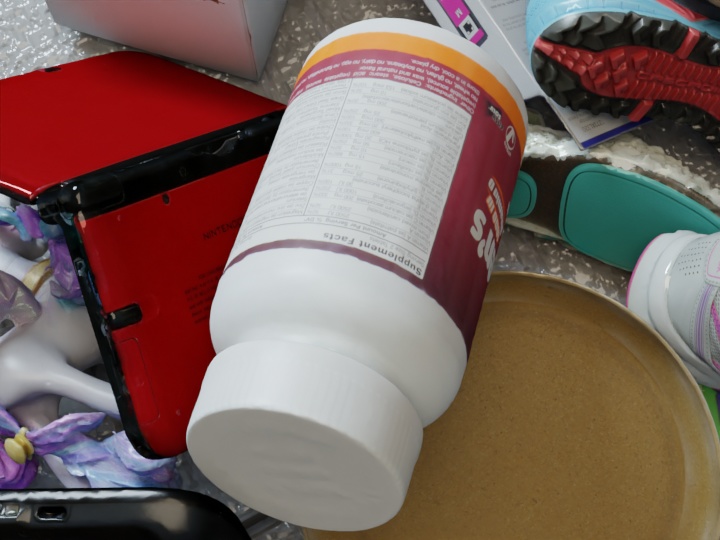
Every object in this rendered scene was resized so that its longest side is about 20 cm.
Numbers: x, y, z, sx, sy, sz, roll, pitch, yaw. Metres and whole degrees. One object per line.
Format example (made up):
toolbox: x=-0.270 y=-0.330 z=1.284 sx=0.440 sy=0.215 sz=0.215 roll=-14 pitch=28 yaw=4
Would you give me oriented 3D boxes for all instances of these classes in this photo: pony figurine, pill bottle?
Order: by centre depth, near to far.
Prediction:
pill bottle: x=0.000 y=0.000 z=0.731 sx=0.108 sy=0.110 sz=0.202 roll=15 pitch=56 yaw=4
pony figurine: x=-0.156 y=0.046 z=0.805 sx=0.199 sy=0.167 sz=0.193 roll=29 pitch=48 yaw=10

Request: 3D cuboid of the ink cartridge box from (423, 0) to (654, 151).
ink cartridge box: x=0.073 y=-0.144 z=0.857 sx=0.094 sy=0.037 sz=0.201 roll=-23 pitch=73 yaw=-43

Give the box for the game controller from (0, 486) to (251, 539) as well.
game controller: x=-0.141 y=0.121 z=0.736 sx=0.197 sy=0.105 sz=0.042 roll=-3 pitch=49 yaw=11

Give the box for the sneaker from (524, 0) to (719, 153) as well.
sneaker: x=0.166 y=-0.118 z=0.829 sx=0.198 sy=0.079 sz=0.096 roll=14 pitch=51 yaw=-29

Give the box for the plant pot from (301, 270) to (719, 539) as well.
plant pot: x=0.069 y=0.099 z=0.809 sx=0.197 sy=0.027 sz=0.203 roll=1 pitch=97 yaw=8

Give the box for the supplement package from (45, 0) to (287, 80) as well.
supplement package: x=-0.076 y=-0.217 z=0.855 sx=0.116 sy=0.117 sz=0.202 roll=16 pitch=76 yaw=4

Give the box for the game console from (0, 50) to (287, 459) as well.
game console: x=-0.099 y=-0.018 z=0.797 sx=0.118 sy=0.199 sz=0.174 roll=-12 pitch=98 yaw=34

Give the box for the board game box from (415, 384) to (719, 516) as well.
board game box: x=0.131 y=0.068 z=0.841 sx=0.197 sy=0.030 sz=0.097 roll=8 pitch=80 yaw=6

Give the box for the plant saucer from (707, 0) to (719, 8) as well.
plant saucer: x=0.185 y=-0.152 z=0.819 sx=0.199 sy=0.200 sz=0.030 roll=33 pitch=117 yaw=7

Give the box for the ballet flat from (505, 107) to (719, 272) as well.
ballet flat: x=0.095 y=-0.052 z=0.850 sx=0.198 sy=0.072 sz=0.073 roll=14 pitch=79 yaw=3

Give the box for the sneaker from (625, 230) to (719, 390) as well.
sneaker: x=0.219 y=0.046 z=0.782 sx=0.198 sy=0.088 sz=0.082 roll=27 pitch=76 yaw=-10
